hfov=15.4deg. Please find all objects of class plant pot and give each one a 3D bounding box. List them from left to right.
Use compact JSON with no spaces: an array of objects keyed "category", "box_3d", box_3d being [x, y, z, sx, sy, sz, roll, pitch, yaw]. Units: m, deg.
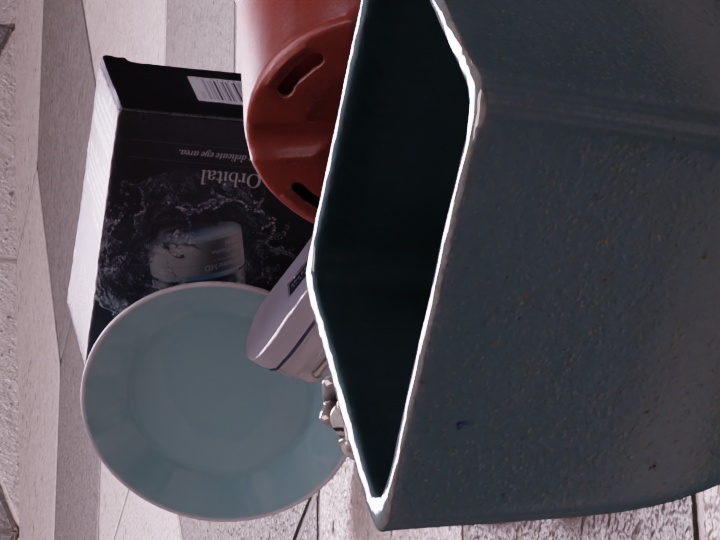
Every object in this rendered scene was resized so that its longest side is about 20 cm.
[{"category":"plant pot","box_3d":[0.015,-0.134,1.419,0.196,0.200,0.201,-89,12,-49]},{"category":"plant pot","box_3d":[0.103,-0.022,1.080,0.196,0.199,0.197,-109,27,-57]}]

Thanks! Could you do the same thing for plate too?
[{"category":"plate","box_3d":[-0.099,0.090,1.887,0.026,0.199,0.201,-86,7,-60]}]

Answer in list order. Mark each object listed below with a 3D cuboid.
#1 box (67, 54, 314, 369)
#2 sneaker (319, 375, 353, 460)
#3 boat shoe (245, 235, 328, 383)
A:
[{"category":"box","box_3d":[-0.099,-0.035,1.925,0.118,0.195,0.201,-118,35,-64]},{"category":"sneaker","box_3d":[0.028,0.102,1.604,0.200,0.081,0.076,-146,64,-73]},{"category":"boat shoe","box_3d":[0.000,0.000,1.780,0.200,0.065,0.074,-47,28,36]}]
